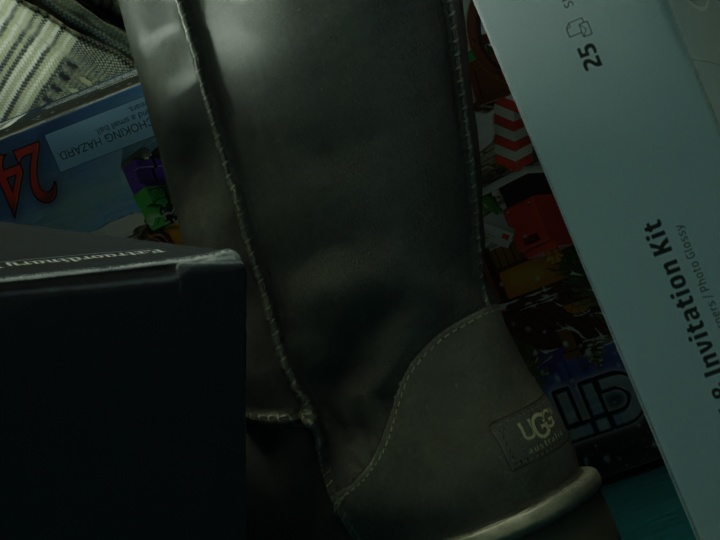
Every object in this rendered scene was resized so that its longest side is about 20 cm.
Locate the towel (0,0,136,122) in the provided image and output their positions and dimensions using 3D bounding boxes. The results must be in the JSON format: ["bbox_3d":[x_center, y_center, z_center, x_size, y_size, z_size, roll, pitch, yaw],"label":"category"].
[{"bbox_3d":[-0.059,-0.027,0.858,0.035,0.192,0.200,-59,7,-21],"label":"towel"}]

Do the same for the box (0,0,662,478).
[{"bbox_3d":[0.000,0.000,0.745,0.199,0.137,0.038,-20,11,17],"label":"box"}]

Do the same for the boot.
[{"bbox_3d":[-0.033,-0.014,0.689,0.181,0.201,0.072,-17,7,33],"label":"boot"}]

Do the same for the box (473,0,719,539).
[{"bbox_3d":[0.087,-0.032,0.650,0.041,0.157,0.200,-21,7,20],"label":"box"}]

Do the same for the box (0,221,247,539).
[{"bbox_3d":[-0.140,0.045,0.665,0.148,0.108,0.199,-5,7,-37],"label":"box"}]
